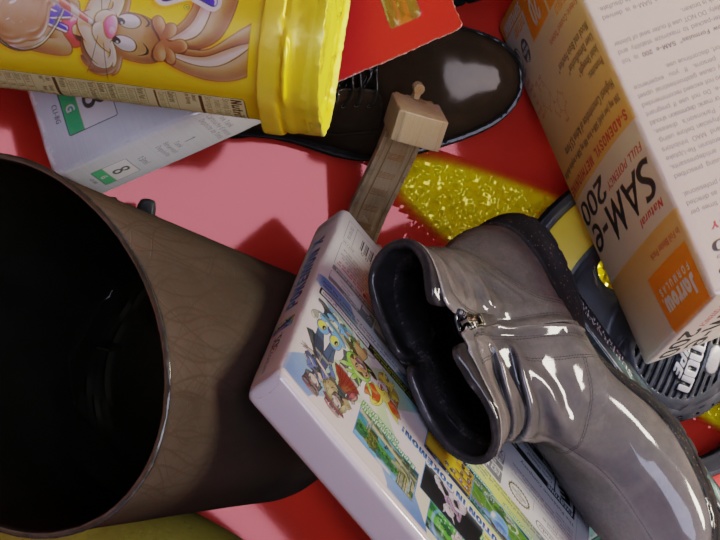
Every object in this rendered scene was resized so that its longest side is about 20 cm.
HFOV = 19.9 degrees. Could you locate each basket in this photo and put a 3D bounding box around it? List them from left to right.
[{"bbox_3d":[-0.094,0.043,0.912,0.180,0.200,0.136,43,104,29],"label":"basket"}]

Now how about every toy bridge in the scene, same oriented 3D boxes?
[{"bbox_3d":[0.000,0.000,1.033,0.027,0.067,0.202,14,108,-12],"label":"toy bridge"}]

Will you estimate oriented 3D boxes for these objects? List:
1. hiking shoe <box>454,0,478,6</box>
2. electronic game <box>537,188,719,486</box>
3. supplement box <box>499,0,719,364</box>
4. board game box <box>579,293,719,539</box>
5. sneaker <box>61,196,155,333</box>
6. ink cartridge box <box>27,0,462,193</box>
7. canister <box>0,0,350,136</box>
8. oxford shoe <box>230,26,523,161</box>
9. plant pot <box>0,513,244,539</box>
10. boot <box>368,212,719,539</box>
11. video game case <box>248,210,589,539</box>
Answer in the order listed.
[{"bbox_3d":[-0.012,-0.174,1.031,0.198,0.074,0.088,0,91,-13],"label":"hiking shoe"},{"bbox_3d":[0.165,0.040,1.092,0.198,0.042,0.202,0,90,-14],"label":"electronic game"},{"bbox_3d":[0.147,-0.070,1.017,0.073,0.126,0.201,-19,76,-13],"label":"supplement box"},{"bbox_3d":[0.104,0.113,1.053,0.135,0.028,0.201,-35,98,18],"label":"board game box"},{"bbox_3d":[-0.174,0.039,0.997,0.199,0.071,0.099,-30,104,-15],"label":"sneaker"},{"bbox_3d":[-0.072,-0.147,0.965,0.199,0.050,0.162,-23,72,13],"label":"ink cartridge box"},{"bbox_3d":[-0.104,-0.144,0.907,0.198,0.087,0.150,7,72,5],"label":"canister"},{"bbox_3d":[-0.007,-0.093,1.029,0.198,0.084,0.073,-3,89,-15],"label":"oxford shoe"},{"bbox_3d":[-0.129,0.177,0.963,0.200,0.200,0.142,-41,73,-10],"label":"plant pot"},{"bbox_3d":[0.079,0.070,0.945,0.070,0.131,0.201,-39,81,28],"label":"boot"},{"bbox_3d":[0.035,0.084,0.927,0.022,0.183,0.200,-35,104,20],"label":"video game case"}]
